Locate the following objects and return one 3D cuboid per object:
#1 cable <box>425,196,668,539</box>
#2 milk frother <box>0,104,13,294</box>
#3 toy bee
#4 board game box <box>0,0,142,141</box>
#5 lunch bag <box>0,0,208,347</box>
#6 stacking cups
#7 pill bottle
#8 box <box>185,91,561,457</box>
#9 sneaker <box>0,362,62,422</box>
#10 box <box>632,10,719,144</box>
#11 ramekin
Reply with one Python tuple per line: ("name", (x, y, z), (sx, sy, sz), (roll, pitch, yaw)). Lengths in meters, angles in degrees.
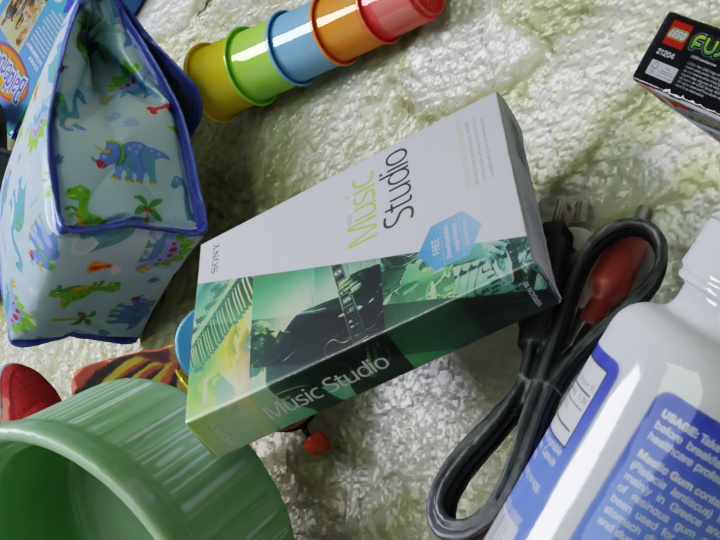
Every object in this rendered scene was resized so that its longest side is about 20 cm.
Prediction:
("cable", (0.098, 0.047, 0.637), (0.096, 0.050, 0.202), (3, 66, 33))
("milk frother", (-0.390, -0.054, 1.071), (0.187, 0.199, 0.182), (-8, 98, 44))
("toy bee", (-0.068, 0.070, 0.774), (0.199, 0.131, 0.110), (-29, 79, 22))
("board game box", (-0.263, -0.227, 1.141), (0.201, 0.045, 0.152), (-54, 44, 15))
("lunch bag", (-0.191, -0.070, 0.915), (0.170, 0.126, 0.202), (-49, 49, 49))
("stacking cups", (-0.031, -0.158, 0.868), (0.199, 0.060, 0.061), (-18, 61, 36))
("pill bottle", (0.135, 0.085, 0.552), (0.112, 0.112, 0.201), (38, 102, 47))
("box", (0.000, 0.000, 0.678), (0.199, 0.036, 0.145), (-27, 36, 18))
("sneaker", (-0.170, 0.134, 0.849), (0.112, 0.071, 0.201), (-34, 78, 30))
("box", (0.214, -0.041, 0.523), (0.200, 0.110, 0.035), (37, 100, 46))
("ramekin", (-0.130, 0.158, 0.714), (0.198, 0.098, 0.202), (14, 117, 29))
